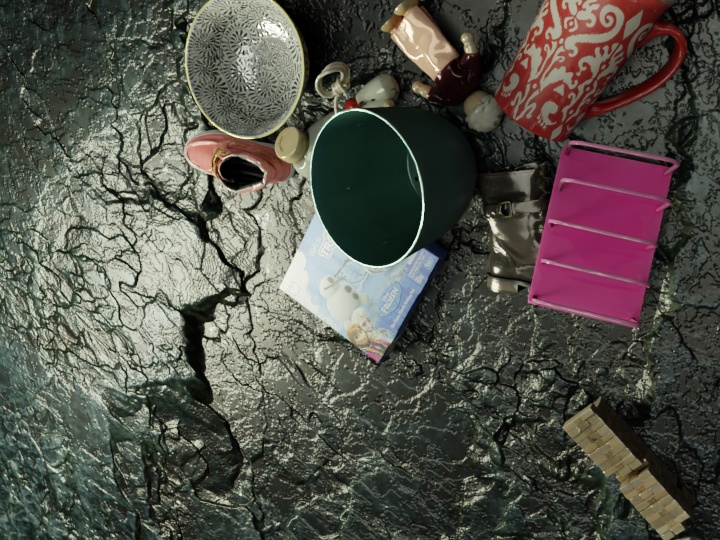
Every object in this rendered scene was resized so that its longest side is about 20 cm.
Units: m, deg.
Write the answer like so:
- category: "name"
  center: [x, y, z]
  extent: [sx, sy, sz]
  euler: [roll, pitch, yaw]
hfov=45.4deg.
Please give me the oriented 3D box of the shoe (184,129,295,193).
- category: "shoe"
  center: [-0.201, -0.166, 1.301]
  extent: [0.198, 0.091, 0.072]
  euler: [13, 111, 23]

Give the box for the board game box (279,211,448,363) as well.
- category: "board game box"
  center: [0.000, 0.000, 1.278]
  extent: [0.198, 0.043, 0.201]
  euler: [36, 118, 15]

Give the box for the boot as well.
- category: "boot"
  center: [0.241, -0.057, 1.127]
  extent: [0.197, 0.069, 0.177]
  euler: [1, 103, 24]

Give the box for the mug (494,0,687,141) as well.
- category: "mug"
  center: [0.270, -0.252, 1.017]
  extent: [0.177, 0.133, 0.201]
  euler: [40, 122, 13]

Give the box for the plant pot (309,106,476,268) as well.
- category: "plant pot"
  center: [0.057, -0.120, 1.128]
  extent: [0.199, 0.160, 0.203]
  euler: [19, 117, 40]

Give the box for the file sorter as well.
- category: "file sorter"
  center: [0.288, -0.043, 1.026]
  extent: [0.137, 0.125, 0.203]
  euler: [13, 92, 11]

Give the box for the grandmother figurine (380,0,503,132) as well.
- category: "grandmother figurine"
  center: [0.116, -0.267, 1.133]
  extent: [0.201, 0.060, 0.121]
  euler: [51, 148, 1]

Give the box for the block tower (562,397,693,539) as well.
- category: "block tower"
  center: [0.366, 0.264, 1.168]
  extent: [0.200, 0.058, 0.054]
  euler: [48, 120, 4]

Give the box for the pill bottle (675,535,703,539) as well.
- category: "pill bottle"
  center: [0.389, 0.444, 1.180]
  extent: [0.199, 0.111, 0.112]
  euler: [-30, 91, 31]

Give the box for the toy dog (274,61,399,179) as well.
- category: "toy dog"
  center: [-0.028, -0.181, 1.198]
  extent: [0.200, 0.131, 0.097]
  euler: [-48, 52, 38]

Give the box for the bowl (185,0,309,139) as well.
- category: "bowl"
  center: [-0.144, -0.295, 1.230]
  extent: [0.198, 0.094, 0.204]
  euler: [8, 108, 25]
